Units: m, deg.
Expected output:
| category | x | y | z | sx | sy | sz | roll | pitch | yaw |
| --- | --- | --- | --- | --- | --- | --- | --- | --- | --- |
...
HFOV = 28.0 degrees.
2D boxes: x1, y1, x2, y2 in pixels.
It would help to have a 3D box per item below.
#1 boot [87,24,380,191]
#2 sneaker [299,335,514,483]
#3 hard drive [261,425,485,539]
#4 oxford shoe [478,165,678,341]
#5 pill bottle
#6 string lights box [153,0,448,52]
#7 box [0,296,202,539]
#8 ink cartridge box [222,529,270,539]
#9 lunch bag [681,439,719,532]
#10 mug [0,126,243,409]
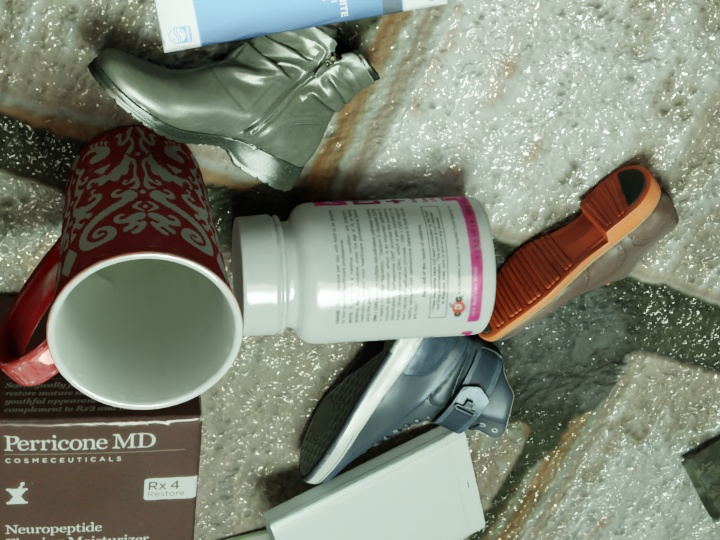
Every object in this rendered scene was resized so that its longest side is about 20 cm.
| category | x | y | z | sx | sy | sz | roll | pitch | yaw |
| --- | --- | --- | --- | --- | --- | --- | --- | --- | --- |
| boot | -0.091 | -0.153 | 1.075 | 0.199 | 0.068 | 0.131 | 24 | 112 | -34 |
| sneaker | 0.047 | 0.133 | 1.286 | 0.146 | 0.077 | 0.203 | 27 | 114 | -24 |
| hard drive | 0.016 | 0.233 | 1.347 | 0.199 | 0.026 | 0.132 | -25 | 126 | -14 |
| oxford shoe | 0.186 | 0.001 | 1.230 | 0.200 | 0.071 | 0.072 | -39 | 128 | 15 |
| pill bottle | 0.000 | 0.000 | 1.162 | 0.199 | 0.114 | 0.114 | -3 | 125 | -11 |
| string lights box | -0.047 | -0.215 | 1.009 | 0.199 | 0.103 | 0.059 | -10 | 124 | -4 |
| box | -0.221 | 0.147 | 1.185 | 0.165 | 0.165 | 0.201 | 0 | 124 | -12 |
| ink cartridge box | -0.030 | 0.302 | 1.406 | 0.199 | 0.048 | 0.146 | -14 | 125 | 1 |
| lunch bag | 0.440 | 0.230 | 1.412 | 0.164 | 0.118 | 0.200 | -35 | 119 | 11 |
| mug | -0.183 | -0.011 | 1.062 | 0.177 | 0.200 | 0.134 | -5 | 126 | -7 |
